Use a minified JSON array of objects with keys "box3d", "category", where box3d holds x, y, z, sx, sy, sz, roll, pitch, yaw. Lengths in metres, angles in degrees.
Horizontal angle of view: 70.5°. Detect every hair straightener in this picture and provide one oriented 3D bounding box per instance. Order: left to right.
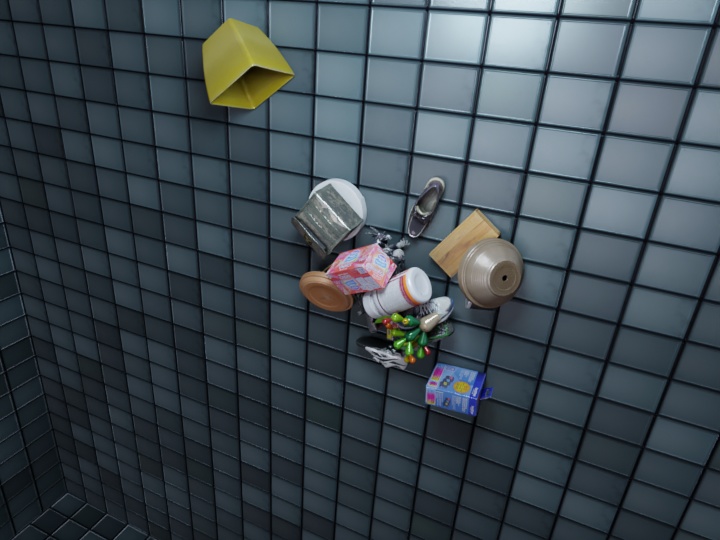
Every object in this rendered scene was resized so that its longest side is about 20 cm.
[{"box3d":[0.019,0.120,1.711,0.041,0.077,0.202,-7,108,29],"category":"hair straightener"}]

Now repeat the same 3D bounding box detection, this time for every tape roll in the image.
[{"box3d":[-0.076,-0.195,1.648,0.201,0.037,0.205,9,114,22],"category":"tape roll"}]

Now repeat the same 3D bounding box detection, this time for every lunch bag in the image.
[{"box3d":[-0.120,-0.143,1.604,0.164,0.118,0.200,48,128,0],"category":"lunch bag"}]

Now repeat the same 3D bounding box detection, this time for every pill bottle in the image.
[{"box3d":[0.107,0.073,1.533,0.199,0.109,0.110,-26,99,39],"category":"pill bottle"}]

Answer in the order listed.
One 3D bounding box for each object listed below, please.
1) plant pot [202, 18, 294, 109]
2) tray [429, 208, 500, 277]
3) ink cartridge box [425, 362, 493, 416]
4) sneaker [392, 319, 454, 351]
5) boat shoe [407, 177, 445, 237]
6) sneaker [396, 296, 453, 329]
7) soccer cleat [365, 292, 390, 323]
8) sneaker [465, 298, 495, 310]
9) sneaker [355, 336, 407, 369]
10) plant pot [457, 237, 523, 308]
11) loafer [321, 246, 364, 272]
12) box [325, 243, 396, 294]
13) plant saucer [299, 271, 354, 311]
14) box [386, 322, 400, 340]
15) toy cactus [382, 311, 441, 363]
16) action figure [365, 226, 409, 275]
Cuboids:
[{"box3d":[-0.354,-0.620,1.520,0.199,0.199,0.178,-26,88,31],"category":"plant pot"},{"box3d":[0.307,-0.079,1.515,0.099,0.037,0.200,46,123,2],"category":"tray"},{"box3d":[0.323,0.383,1.641,0.198,0.137,0.077,11,121,21],"category":"ink cartridge box"},{"box3d":[0.207,0.206,1.627,0.198,0.079,0.085,-18,137,23],"category":"sneaker"},{"box3d":[0.186,-0.180,1.512,0.072,0.065,0.201,32,122,8],"category":"boat shoe"},{"box3d":[0.191,0.129,1.567,0.198,0.085,0.078,-24,61,21],"category":"sneaker"},{"box3d":[0.043,0.073,1.654,0.067,0.080,0.202,-26,81,56],"category":"soccer cleat"},{"box3d":[0.386,0.030,1.511,0.098,0.071,0.202,15,107,-1],"category":"sneaker"},{"box3d":[0.072,0.291,1.759,0.198,0.074,0.089,16,115,19],"category":"sneaker"},{"box3d":[0.381,0.014,1.423,0.198,0.093,0.203,-3,102,-14],"category":"plant pot"},{"box3d":[-0.052,-0.015,1.680,0.200,0.072,0.073,-39,64,31],"category":"loafer"},{"box3d":[0.000,0.000,1.547,0.103,0.095,0.199,46,149,-21],"category":"box"},{"box3d":[-0.117,0.079,1.733,0.198,0.033,0.201,16,145,12],"category":"plant saucer"},{"box3d":[0.158,0.147,1.678,0.135,0.038,0.202,10,115,20],"category":"box"},{"box3d":[0.167,0.183,1.516,0.164,0.102,0.201,-35,111,2],"category":"toy cactus"},{"box3d":[0.102,-0.056,1.577,0.101,0.119,0.201,-21,113,32],"category":"action figure"}]
